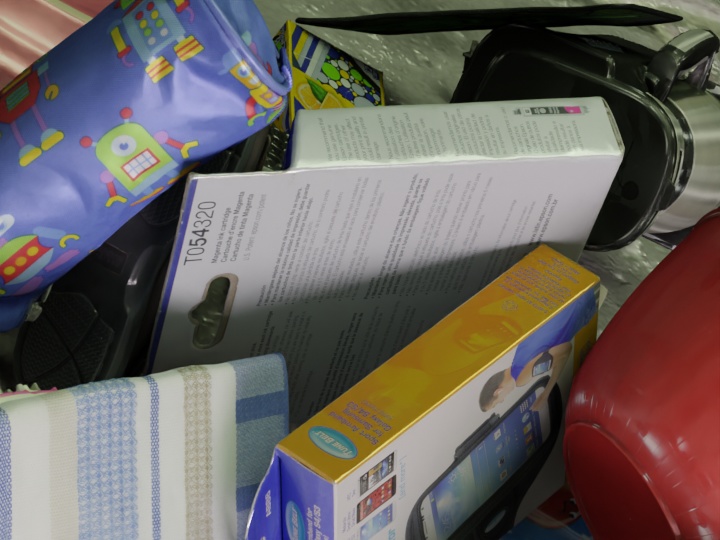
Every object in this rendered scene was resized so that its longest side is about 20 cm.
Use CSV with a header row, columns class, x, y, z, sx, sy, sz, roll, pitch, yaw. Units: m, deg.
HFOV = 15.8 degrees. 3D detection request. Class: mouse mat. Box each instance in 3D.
class,x,y,z,sx,sy,sz,roll,pitch,yaw
mouse mat,0.078,-0.145,1.502,0.161,0.199,0.008,-8,98,-71

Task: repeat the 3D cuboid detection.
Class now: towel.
class,x,y,z,sx,sy,sz,roll,pitch,yaw
towel,-0.095,0.116,1.076,0.200,0.024,0.148,-10,101,-53

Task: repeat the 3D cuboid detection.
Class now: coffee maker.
class,x,y,z,sx,sy,sz,roll,pitch,yaw
coffee maker,0.117,-0.077,1.526,0.200,0.191,0.135,-5,95,-68

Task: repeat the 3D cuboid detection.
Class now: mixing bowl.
class,x,y,z,sx,sy,sz,roll,pitch,yaw
mixing bowl,0.159,0.085,1.131,0.108,0.200,0.200,-27,66,-17

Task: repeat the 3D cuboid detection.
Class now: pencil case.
class,x,y,z,sx,sy,sz,roll,pitch,yaw
pencil case,-0.117,-0.050,1.108,0.087,0.200,0.078,44,17,-26

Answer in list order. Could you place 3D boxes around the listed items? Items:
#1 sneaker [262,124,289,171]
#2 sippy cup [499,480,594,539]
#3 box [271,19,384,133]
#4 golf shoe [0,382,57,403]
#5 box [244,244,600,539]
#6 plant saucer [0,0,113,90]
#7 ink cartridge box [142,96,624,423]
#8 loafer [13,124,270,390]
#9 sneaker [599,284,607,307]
class,x,y,z,sx,sy,sz,roll,pitch,yaw
sneaker,-0.021,0.003,1.262,0.200,0.090,0.070,33,12,-42
sippy cup,0.105,0.140,1.267,0.130,0.140,0.178,31,-13,3
box,-0.028,-0.046,1.410,0.070,0.064,0.200,27,32,-23
golf shoe,-0.108,0.097,1.137,0.199,0.075,0.092,-3,64,-45
box,0.028,0.087,1.138,0.041,0.119,0.200,29,49,30
plant saucer,-0.167,-0.136,1.331,0.200,0.051,0.201,31,15,-9
ink cartridge box,0.000,0.000,1.183,0.199,0.197,0.043,-2,53,-17
loafer,-0.093,-0.023,1.180,0.072,0.201,0.063,35,16,19
sneaker,0.075,0.035,1.424,0.080,0.071,0.200,37,24,1
